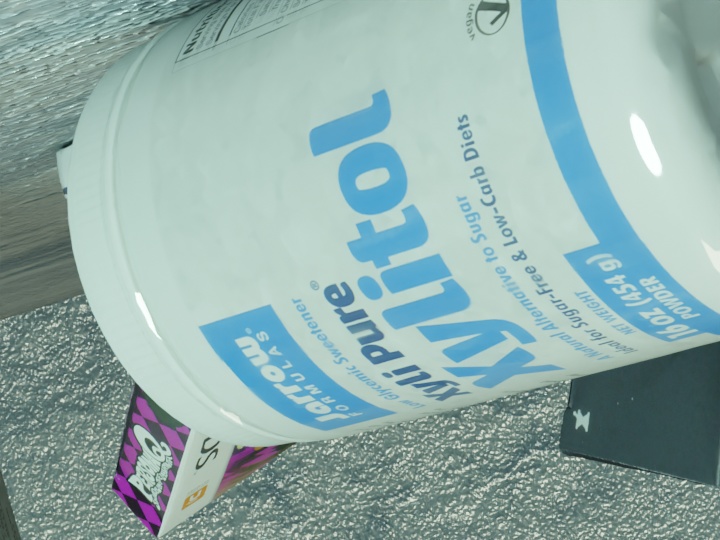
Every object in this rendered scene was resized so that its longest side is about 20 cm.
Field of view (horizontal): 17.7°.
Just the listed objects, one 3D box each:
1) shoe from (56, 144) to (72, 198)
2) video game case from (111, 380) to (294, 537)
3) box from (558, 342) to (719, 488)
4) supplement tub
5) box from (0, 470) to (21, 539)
[{"bbox_3d":[-0.047,-0.026,0.891,0.071,0.091,0.200,-17,180,-37],"label":"shoe"},{"bbox_3d":[0.000,0.000,0.886,0.200,0.036,0.182,-33,160,-31],"label":"video game case"},{"bbox_3d":[0.215,0.003,1.110,0.199,0.198,0.117,5,-177,-35],"label":"box"},{"bbox_3d":[0.032,-0.032,0.619,0.200,0.133,0.132,-19,179,40],"label":"supplement tub"},{"bbox_3d":[-0.254,0.096,0.983,0.171,0.200,0.200,-17,180,2],"label":"box"}]
